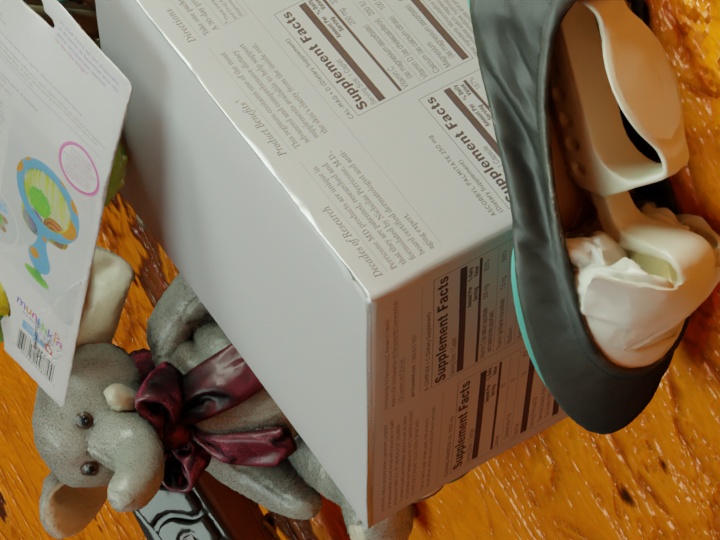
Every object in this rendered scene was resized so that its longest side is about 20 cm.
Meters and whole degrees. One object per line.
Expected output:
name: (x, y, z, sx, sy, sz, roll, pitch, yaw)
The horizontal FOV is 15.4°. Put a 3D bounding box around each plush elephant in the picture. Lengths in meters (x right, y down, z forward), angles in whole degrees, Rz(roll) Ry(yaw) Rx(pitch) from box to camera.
plush elephant: (-0.094, 0.066, 1.335, 0.200, 0.154, 0.165, 36, 148, 52)

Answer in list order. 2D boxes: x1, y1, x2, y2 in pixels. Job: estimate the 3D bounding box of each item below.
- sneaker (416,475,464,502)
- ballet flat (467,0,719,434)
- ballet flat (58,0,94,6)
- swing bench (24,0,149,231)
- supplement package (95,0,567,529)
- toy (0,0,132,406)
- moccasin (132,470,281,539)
sneaker: (0.000, 0.000, 1.151, 0.201, 0.067, 0.090, 61, 154, 3)
ballet flat: (0.081, -0.024, 0.894, 0.068, 0.068, 0.201, 18, 134, 48)
ballet flat: (-0.129, -0.212, 1.192, 0.071, 0.065, 0.201, 47, 155, 40)
swing bench: (-0.197, -0.040, 1.268, 0.130, 0.199, 0.200, 48, -169, -14)
supplement package: (-0.005, -0.034, 1.035, 0.200, 0.110, 0.156, 52, 159, 30)
toy: (-0.131, -0.049, 1.087, 0.115, 0.047, 0.201, 44, 140, 21)
moccasin: (-0.072, 0.157, 1.458, 0.074, 0.078, 0.202, -36, 87, 30)
